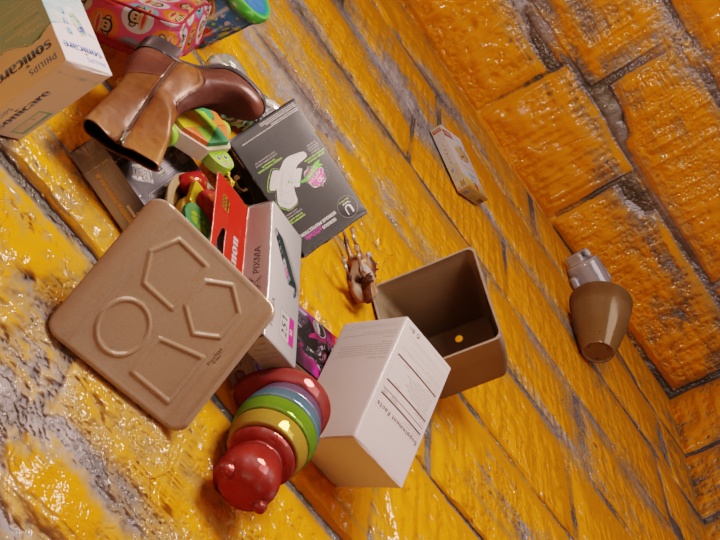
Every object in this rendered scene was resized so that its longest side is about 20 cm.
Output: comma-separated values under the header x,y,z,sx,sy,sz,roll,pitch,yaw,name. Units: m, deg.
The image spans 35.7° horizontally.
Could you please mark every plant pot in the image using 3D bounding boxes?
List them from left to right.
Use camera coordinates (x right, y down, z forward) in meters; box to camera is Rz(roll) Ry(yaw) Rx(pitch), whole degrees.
x,y,z,sx,sy,sz,roll,pitch,yaw,name
0.159,0.115,1.982,0.177,0.200,0.200,54,18,-49,plant pot
0.693,0.165,3.249,0.186,0.186,0.200,48,38,-30,plant pot

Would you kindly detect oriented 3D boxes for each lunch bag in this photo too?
x,y,z,sx,sy,sz,roll,pitch,yaw,name
-0.315,-0.365,1.572,0.176,0.082,0.200,22,24,1,lunch bag

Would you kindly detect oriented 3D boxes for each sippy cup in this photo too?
x,y,z,sx,sy,sz,roll,pitch,yaw,name
-0.240,-0.439,1.845,0.178,0.130,0.140,38,31,-47,sippy cup

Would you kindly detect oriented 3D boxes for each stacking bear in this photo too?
x,y,z,sx,sy,sz,roll,pitch,yaw,name
-0.112,0.207,1.312,0.122,0.114,0.200,56,25,-13,stacking bear

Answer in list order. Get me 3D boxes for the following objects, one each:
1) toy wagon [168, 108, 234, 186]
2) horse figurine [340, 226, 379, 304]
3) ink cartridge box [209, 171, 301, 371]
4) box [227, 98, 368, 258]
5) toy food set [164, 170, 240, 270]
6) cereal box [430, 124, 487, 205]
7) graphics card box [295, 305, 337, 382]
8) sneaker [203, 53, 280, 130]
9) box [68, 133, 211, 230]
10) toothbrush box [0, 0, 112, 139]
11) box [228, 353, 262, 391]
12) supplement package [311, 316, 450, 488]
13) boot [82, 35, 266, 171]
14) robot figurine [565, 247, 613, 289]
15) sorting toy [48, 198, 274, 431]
x,y,z,sx,sy,sz,roll,pitch,yaw,name
-0.228,-0.194,1.495,0.200,0.040,0.155,49,22,8,toy wagon
0.000,0.000,1.924,0.200,0.050,0.133,-101,171,-60,horse figurine
-0.128,-0.001,1.381,0.174,0.043,0.200,56,29,-53,ink cartridge box
-0.110,-0.129,1.659,0.200,0.124,0.149,57,-18,-8,box
-0.180,-0.036,1.422,0.200,0.049,0.198,54,22,-30,toy food set
0.263,-0.280,2.976,0.144,0.039,0.200,22,43,-60,cereal box
-0.073,0.126,1.591,0.200,0.051,0.126,43,27,-37,graphics card box
-0.190,-0.255,1.824,0.200,0.078,0.086,44,37,-22,sneaker
-0.274,-0.120,1.444,0.158,0.048,0.200,55,20,-11,box
-0.386,-0.270,1.237,0.200,0.146,0.085,65,21,14,toothbrush box
-0.177,0.058,1.447,0.039,0.041,0.200,6,58,-65,box
0.016,0.180,1.518,0.120,0.121,0.200,50,50,-31,supplement package
-0.223,-0.196,1.389,0.188,0.068,0.200,31,41,-14,boot
0.743,0.030,3.602,0.170,0.113,0.200,-27,87,-33,robot figurine
-0.214,0.050,1.224,0.200,0.185,0.036,46,-16,-30,sorting toy
